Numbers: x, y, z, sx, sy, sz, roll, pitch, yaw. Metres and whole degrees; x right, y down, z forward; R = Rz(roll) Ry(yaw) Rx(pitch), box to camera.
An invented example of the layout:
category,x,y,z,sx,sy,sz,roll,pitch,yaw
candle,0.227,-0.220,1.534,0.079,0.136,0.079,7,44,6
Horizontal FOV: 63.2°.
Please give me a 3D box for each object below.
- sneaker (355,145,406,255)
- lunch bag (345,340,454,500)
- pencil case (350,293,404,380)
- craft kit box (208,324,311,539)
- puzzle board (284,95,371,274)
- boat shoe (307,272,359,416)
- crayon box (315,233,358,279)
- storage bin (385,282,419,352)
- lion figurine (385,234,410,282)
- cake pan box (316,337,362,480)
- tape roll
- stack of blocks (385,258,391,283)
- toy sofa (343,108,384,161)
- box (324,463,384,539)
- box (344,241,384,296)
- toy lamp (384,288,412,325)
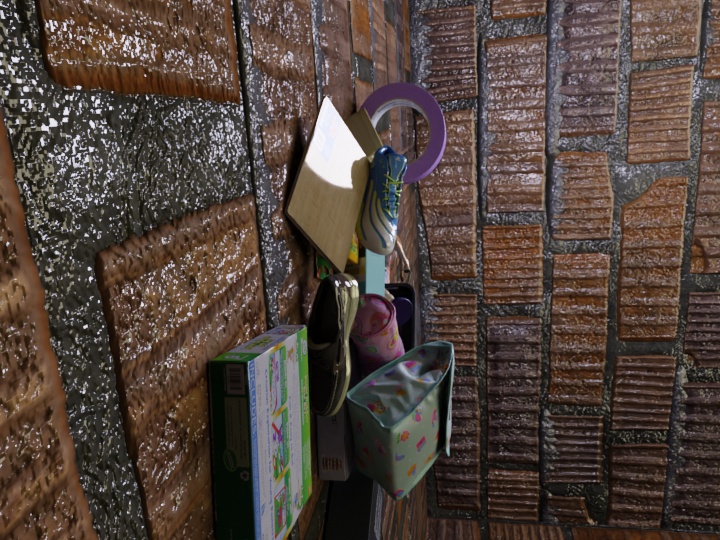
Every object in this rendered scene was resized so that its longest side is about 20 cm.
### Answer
category,x,y,z,sx,sy,sz,roll,pitch,yaw
sneaker,0.033,-0.124,0.933,0.204,0.073,0.106,-97,-156,-43
lunch bag,0.084,0.225,0.928,0.198,0.120,0.175,-31,131,-33
pencil case,0.029,0.126,0.955,0.203,0.084,0.089,76,16,-51
craft kit box,-0.095,0.173,0.608,0.197,0.047,0.208,-13,102,-77
puzzle board,-0.043,-0.122,0.842,0.151,0.017,0.205,48,47,-47
boat shoe,-0.051,0.105,0.823,0.064,0.071,0.207,5,92,-54
crayon box,-0.036,-0.085,0.953,0.127,0.049,0.208,26,64,-79
storage bin,0.048,0.138,1.170,0.094,0.130,0.206,64,26,-65
lion figurine,0.040,-0.074,1.214,0.201,0.071,0.125,51,27,-44
cake pan box,-0.030,0.210,0.963,0.184,0.050,0.207,-40,128,-80
tape roll,0.085,-0.290,1.251,0.066,0.193,0.208,-21,110,-78
stack of blocks,0.032,-0.023,1.314,0.117,0.057,0.205,76,16,-51
toy sofa,-0.001,-0.229,1.134,0.085,0.095,0.200,65,9,6
box,-0.010,0.438,0.973,0.144,0.076,0.204,83,12,-46
box,0.000,0.000,1.034,0.048,0.081,0.207,7,79,-41
toy lamp,0.031,0.035,1.097,0.200,0.057,0.060,-131,-150,-57
